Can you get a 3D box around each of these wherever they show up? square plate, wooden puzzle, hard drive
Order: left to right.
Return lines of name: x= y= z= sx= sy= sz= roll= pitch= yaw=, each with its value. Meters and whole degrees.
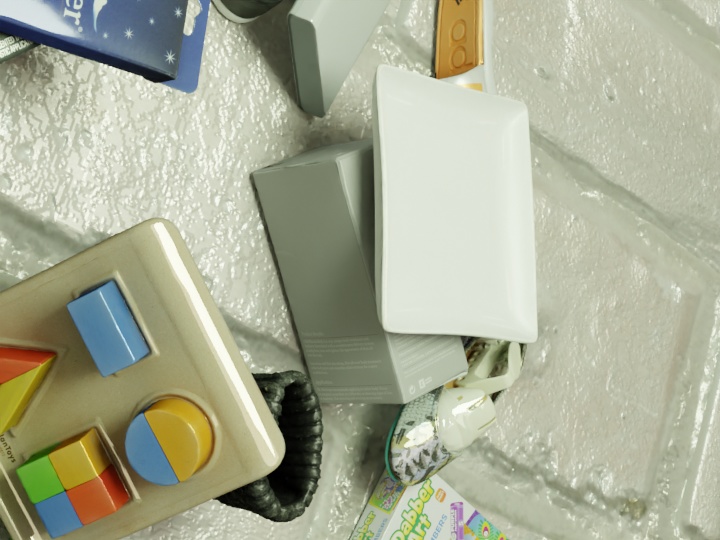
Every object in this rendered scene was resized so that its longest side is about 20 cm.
wooden puzzle: x=-0.176 y=0.087 z=1.118 sx=0.186 sy=0.199 sz=0.046 roll=64 pitch=12 yaw=-5
hard drive: x=0.001 y=-0.236 z=1.341 sx=0.132 sy=0.027 sz=0.201 roll=84 pitch=30 yaw=-62
square plate: x=0.070 y=-0.046 z=1.310 sx=0.200 sy=0.028 sz=0.199 roll=7 pitch=78 yaw=-50

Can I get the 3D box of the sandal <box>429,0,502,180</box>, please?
sandal: x=0.071 y=-0.160 z=1.419 sx=0.059 sy=0.079 sz=0.208 roll=8 pitch=75 yaw=-38

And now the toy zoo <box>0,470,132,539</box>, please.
toy zoo: x=-0.207 y=0.241 z=1.198 sx=0.200 sy=0.020 sz=0.132 roll=36 pitch=66 yaw=-33

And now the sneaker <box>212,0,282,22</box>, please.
sneaker: x=-0.105 y=-0.279 z=1.255 sx=0.071 sy=0.099 sz=0.200 roll=-47 pitch=115 yaw=-29

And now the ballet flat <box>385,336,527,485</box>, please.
ballet flat: x=0.087 y=0.101 z=1.390 sx=0.072 sy=0.072 sz=0.200 roll=62 pitch=39 yaw=-20

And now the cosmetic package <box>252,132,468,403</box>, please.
cosmetic package: x=0.000 y=0.000 z=1.327 sx=0.090 sy=0.107 sz=0.201 roll=-21 pitch=103 yaw=-42

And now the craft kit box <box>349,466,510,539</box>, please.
craft kit box: x=0.055 y=0.291 z=1.404 sx=0.197 sy=0.048 sz=0.201 roll=41 pitch=63 yaw=-28

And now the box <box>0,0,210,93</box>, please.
box: x=-0.169 y=-0.196 z=1.076 sx=0.199 sy=0.032 sz=0.122 roll=15 pitch=78 yaw=-40

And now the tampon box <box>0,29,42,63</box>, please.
tampon box: x=-0.265 y=-0.237 z=1.099 sx=0.150 sy=0.126 sz=0.201 roll=-34 pitch=109 yaw=-36

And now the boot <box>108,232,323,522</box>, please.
boot: x=-0.107 y=0.071 z=1.199 sx=0.079 sy=0.157 sz=0.212 roll=-24 pitch=104 yaw=-38
